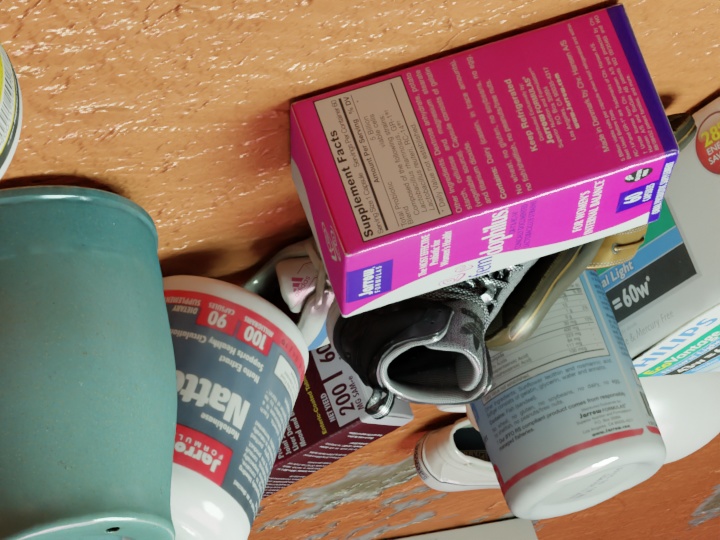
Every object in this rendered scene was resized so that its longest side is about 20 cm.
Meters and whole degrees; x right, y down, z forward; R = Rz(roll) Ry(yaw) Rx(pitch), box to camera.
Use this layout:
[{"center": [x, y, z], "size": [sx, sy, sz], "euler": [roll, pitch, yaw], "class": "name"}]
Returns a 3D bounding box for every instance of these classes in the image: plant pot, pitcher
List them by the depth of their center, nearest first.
[{"center": [-0.190, 0.083, 1.498], "size": [0.199, 0.189, 0.200], "euler": [-14, 157, -6], "class": "plant pot"}, {"center": [0.171, 0.093, 2.084], "size": [0.199, 0.122, 0.171], "euler": [1, 175, -25], "class": "pitcher"}]

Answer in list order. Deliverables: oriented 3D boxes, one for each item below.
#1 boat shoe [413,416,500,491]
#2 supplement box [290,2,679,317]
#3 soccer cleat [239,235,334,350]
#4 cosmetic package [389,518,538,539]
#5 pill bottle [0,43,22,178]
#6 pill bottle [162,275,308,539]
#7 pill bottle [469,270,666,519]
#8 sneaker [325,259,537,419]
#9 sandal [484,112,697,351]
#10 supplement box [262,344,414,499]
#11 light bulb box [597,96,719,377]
[{"center": [0.141, 0.143, 2.247], "size": [0.199, 0.072, 0.066], "euler": [1, 158, -30], "class": "boat shoe"}, {"center": [0.067, -0.062, 1.523], "size": [0.199, 0.104, 0.101], "euler": [-16, 160, -7], "class": "supplement box"}, {"center": [0.000, 0.000, 1.677], "size": [0.200, 0.070, 0.086], "euler": [-30, 160, 29], "class": "soccer cleat"}, {"center": [0.077, 0.306, 2.616], "size": [0.199, 0.085, 0.108], "euler": [-5, 154, -36], "class": "cosmetic package"}, {"center": [-0.214, -0.096, 1.115], "size": [0.111, 0.112, 0.200], "euler": [-20, 161, -1], "class": "pill bottle"}, {"center": [-0.114, 0.115, 1.631], "size": [0.119, 0.201, 0.120], "euler": [13, 149, 8], "class": "pill bottle"}, {"center": [0.114, 0.051, 1.733], "size": [0.108, 0.201, 0.109], "euler": [-18, 161, -6], "class": "pill bottle"}, {"center": [0.071, 0.011, 1.591], "size": [0.200, 0.114, 0.075], "euler": [-40, 121, 13], "class": "sneaker"}, {"center": [0.144, -0.019, 1.671], "size": [0.200, 0.055, 0.082], "euler": [-53, -156, -21], "class": "sandal"}, {"center": [-0.074, 0.092, 1.803], "size": [0.200, 0.109, 0.061], "euler": [-30, 161, 25], "class": "supplement box"}, {"center": [0.266, -0.024, 1.802], "size": [0.200, 0.125, 0.198], "euler": [-2, 155, -46], "class": "light bulb box"}]
